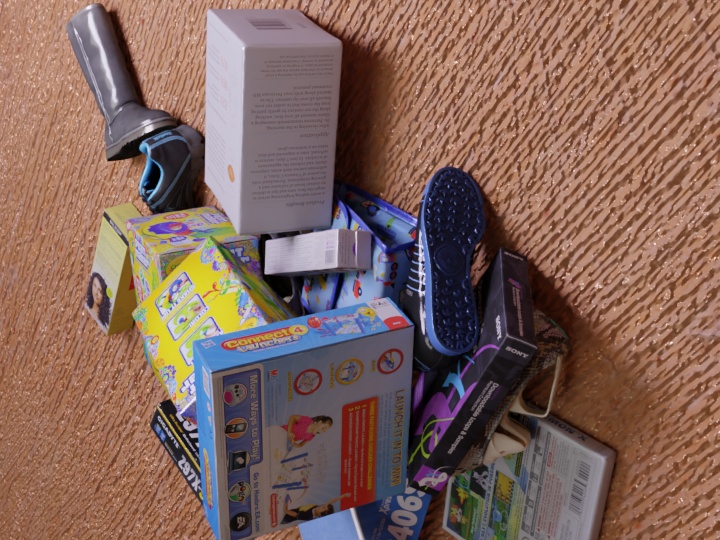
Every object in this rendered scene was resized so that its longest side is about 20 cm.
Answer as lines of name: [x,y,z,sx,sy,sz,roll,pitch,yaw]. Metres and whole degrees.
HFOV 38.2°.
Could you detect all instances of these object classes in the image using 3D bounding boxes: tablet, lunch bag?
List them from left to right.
tablet: [-0.040,0.272,1.178,0.130,0.014,0.202,-33,72,53]
lunch bag: [0.000,0.000,1.123,0.200,0.093,0.152,38,127,49]

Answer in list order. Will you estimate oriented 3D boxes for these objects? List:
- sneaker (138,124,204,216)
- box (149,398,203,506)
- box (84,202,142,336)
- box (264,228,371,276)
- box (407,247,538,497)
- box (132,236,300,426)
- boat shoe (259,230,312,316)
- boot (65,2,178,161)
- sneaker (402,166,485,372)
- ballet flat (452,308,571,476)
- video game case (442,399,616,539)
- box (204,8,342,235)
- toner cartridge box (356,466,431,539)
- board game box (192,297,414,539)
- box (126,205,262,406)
sneaker: [-0.258,-0.093,1.368,0.073,0.082,0.202,30,126,37]
box: [-0.146,0.230,1.307,0.200,0.159,0.049,51,136,23]
box: [-0.359,0.001,1.543,0.075,0.050,0.201,45,133,27]
box: [-0.048,-0.017,1.094,0.200,0.038,0.042,-7,80,64]
box: [0.102,0.095,0.983,0.036,0.143,0.201,23,121,-11]
box: [-0.107,0.102,1.085,0.200,0.122,0.193,45,-178,-37]
boat shoe: [-0.087,0.033,1.237,0.073,0.065,0.202,5,109,45]
boot: [-0.324,-0.260,1.398,0.181,0.072,0.202,-11,89,48]
sneaker: [0.073,0.000,0.991,0.078,0.070,0.202,134,147,-56]
ballet flat: [0.142,0.134,0.994,0.072,0.072,0.201,40,116,31]
video game case: [0.165,0.228,1.063,0.182,0.022,0.202,28,125,39]
box: [-0.097,-0.161,1.105,0.152,0.105,0.202,-129,38,-55]
toner cartridge box: [0.022,0.287,1.192,0.094,0.043,0.201,13,122,1]
board game box: [-0.051,0.141,0.970,0.056,0.194,0.202,-134,39,-52]
box: [-0.200,0.039,1.280,0.200,0.121,0.194,-149,52,-63]
